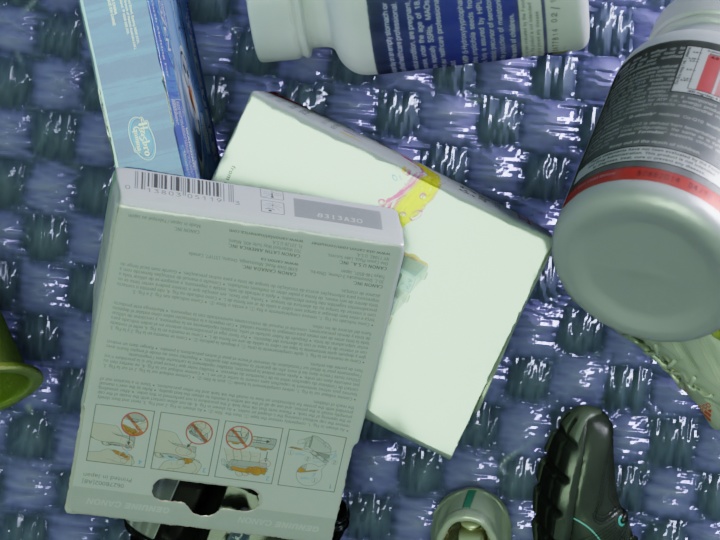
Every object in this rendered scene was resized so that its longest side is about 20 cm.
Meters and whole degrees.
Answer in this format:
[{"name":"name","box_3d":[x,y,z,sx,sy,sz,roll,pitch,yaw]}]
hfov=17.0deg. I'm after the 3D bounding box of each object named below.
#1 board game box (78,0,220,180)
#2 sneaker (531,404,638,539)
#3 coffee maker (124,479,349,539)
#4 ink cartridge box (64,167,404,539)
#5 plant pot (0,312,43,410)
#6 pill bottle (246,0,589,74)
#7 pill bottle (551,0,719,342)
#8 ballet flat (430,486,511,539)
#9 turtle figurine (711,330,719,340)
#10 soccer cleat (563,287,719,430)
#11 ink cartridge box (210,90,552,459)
[{"name":"board game box","box_3d":[-0.127,-0.142,1.409,0.043,0.199,0.202,-12,92,3]},{"name":"sneaker","box_3d":[0.144,0.181,1.479,0.078,0.075,0.202,3,102,-6]},{"name":"coffee maker","box_3d":[-0.082,0.217,1.471,0.191,0.135,0.201,24,95,-21]},{"name":"ink cartridge box","box_3d":[-0.073,0.050,1.340,0.159,0.050,0.201,8,119,-9]},{"name":"plant pot","box_3d":[-0.310,0.001,1.444,0.198,0.200,0.192,-18,80,4]},{"name":"pill bottle","box_3d":[0.032,-0.180,1.438,0.198,0.120,0.121,-7,92,3]},{"name":"pill bottle","box_3d":[0.189,-0.066,1.389,0.115,0.201,0.116,14,138,13]},{"name":"ballet flat","box_3d":[0.064,0.235,1.481,0.069,0.069,0.202,0,93,3]},{"name":"turtle figurine","box_3d":[0.274,-0.029,1.408,0.064,0.161,0.200,36,99,-17]},{"name":"soccer cleat","box_3d":[0.210,0.053,1.466,0.199,0.069,0.078,22,97,-1]},{"name":"ink cartridge box","box_3d":[0.000,0.000,1.434,0.199,0.145,0.146,27,94,1]}]
